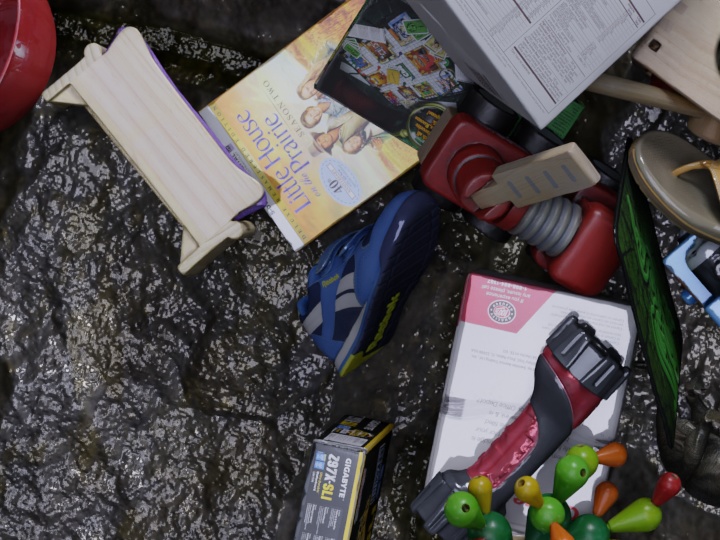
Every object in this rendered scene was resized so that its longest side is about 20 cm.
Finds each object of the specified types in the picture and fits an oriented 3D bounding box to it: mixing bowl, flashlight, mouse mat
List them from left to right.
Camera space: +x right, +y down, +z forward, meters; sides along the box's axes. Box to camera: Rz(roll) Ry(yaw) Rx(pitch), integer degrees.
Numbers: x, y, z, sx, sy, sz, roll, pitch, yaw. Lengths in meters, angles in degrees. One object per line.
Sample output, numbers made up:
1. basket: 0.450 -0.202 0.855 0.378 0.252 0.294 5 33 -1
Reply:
1. mixing bowl: -0.323 -0.186 1.672 0.198 0.108 0.202 -6 78 30
2. flashlight: 0.121 0.128 1.585 0.200 0.068 0.068 -46 60 9
3. mouse mat: 0.224 0.016 1.569 0.007 0.161 0.202 -8 119 17

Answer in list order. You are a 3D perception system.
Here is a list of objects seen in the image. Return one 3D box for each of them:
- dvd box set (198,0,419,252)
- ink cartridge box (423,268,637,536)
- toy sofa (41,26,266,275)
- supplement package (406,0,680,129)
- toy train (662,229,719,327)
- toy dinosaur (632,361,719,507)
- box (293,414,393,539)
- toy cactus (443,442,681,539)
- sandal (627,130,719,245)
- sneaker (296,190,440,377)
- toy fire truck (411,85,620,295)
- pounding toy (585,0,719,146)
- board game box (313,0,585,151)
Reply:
1. dvd box set: -0.015 -0.132 1.688 0.199 0.029 0.147 -35 89 8
2. ink cartridge box: 0.139 0.112 1.655 0.144 0.085 0.202 12 94 7
3. toy sofa: -0.163 -0.100 1.684 0.097 0.083 0.200 -40 88 3
4. supplement package: 0.135 -0.240 1.474 0.200 0.152 0.151 -42 121 -1
5. toy train: 0.325 0.038 1.609 0.087 0.114 0.200 -41 88 8
6. toy dinosaur: 0.282 0.152 1.640 0.199 0.077 0.103 33 131 18
7. box: -0.023 0.226 1.646 0.049 0.160 0.202 12 94 6
8. toy cactus: 0.144 0.210 1.565 0.103 0.199 0.166 56 135 33
9. sandal: 0.294 -0.046 1.549 0.200 0.080 0.054 40 133 8
10. sneaker: 0.000 0.000 1.636 0.082 0.074 0.201 46 136 18
11. toy fire truck: 0.145 -0.054 1.562 0.175 0.200 0.129 30 106 -15
12. pounding toy: 0.275 -0.150 1.561 0.183 0.200 0.143 36 98 4
13. board game box: 0.072 -0.141 1.640 0.199 0.023 0.105 31 104 -15
